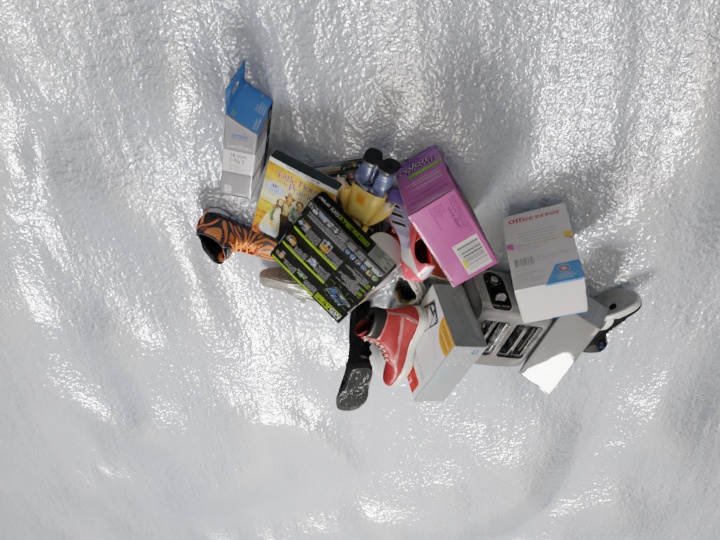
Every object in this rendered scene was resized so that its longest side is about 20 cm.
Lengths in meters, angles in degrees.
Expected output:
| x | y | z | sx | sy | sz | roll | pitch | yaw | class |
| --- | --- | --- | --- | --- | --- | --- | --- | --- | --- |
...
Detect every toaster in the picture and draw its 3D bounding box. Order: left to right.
| x | y | z | sx | sy | sz | roll | pitch | yaw | class |
| --- | --- | --- | --- | --- | --- | --- | --- | --- | --- |
| 0.282 | 0.106 | 1.440 | 0.179 | 0.119 | 0.201 | 9 | 130 | -20 | toaster |

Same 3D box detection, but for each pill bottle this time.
| x | y | z | sx | sy | sz | roll | pitch | yaw | class |
| --- | --- | --- | --- | --- | --- | --- | --- | --- | --- |
| 0.000 | 0.000 | 1.382 | 0.110 | 0.112 | 0.200 | 31 | 145 | -16 | pill bottle |

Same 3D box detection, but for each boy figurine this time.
| x | y | z | sx | sy | sz | roll | pitch | yaw | class |
| --- | --- | --- | --- | --- | --- | --- | --- | --- | --- |
| 0.002 | -0.134 | 1.275 | 0.124 | 0.065 | 0.201 | 32 | 130 | 4 | boy figurine |

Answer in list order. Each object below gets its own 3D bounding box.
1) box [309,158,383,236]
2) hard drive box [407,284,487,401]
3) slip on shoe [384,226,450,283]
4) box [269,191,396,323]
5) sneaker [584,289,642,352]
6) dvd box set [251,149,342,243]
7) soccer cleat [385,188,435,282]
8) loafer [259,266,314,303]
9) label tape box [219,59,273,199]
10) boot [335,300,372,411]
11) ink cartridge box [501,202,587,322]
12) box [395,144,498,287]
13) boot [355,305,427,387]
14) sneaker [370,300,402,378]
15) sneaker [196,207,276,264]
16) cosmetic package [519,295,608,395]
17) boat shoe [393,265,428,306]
| x | y | z | sx | sy | sz | roll | pitch | yaw | class |
| --- | --- | --- | --- | --- | --- | --- | --- | --- | --- |
| -0.064 | -0.135 | 1.361 | 0.198 | 0.049 | 0.160 | -5 | 126 | 11 | box |
| 0.162 | 0.152 | 1.396 | 0.076 | 0.157 | 0.201 | 3 | 137 | -23 | hard drive box |
| 0.139 | -0.035 | 1.403 | 0.199 | 0.074 | 0.061 | 30 | 122 | -11 | slip on shoe |
| -0.057 | -0.021 | 1.293 | 0.200 | 0.048 | 0.193 | 44 | 137 | 0 | box |
| 0.535 | 0.117 | 1.477 | 0.199 | 0.073 | 0.112 | -27 | 124 | 34 | sneaker |
| -0.128 | -0.122 | 1.314 | 0.145 | 0.029 | 0.201 | 28 | 135 | 2 | dvd box set |
| 0.099 | -0.075 | 1.304 | 0.066 | 0.202 | 0.076 | 4 | 154 | -32 | soccer cleat |
| -0.127 | 0.041 | 1.492 | 0.198 | 0.070 | 0.070 | 12 | 120 | -3 | loafer |
| -0.204 | -0.254 | 1.223 | 0.063 | 0.145 | 0.201 | 11 | 129 | -2 | label tape box |
| -0.013 | 0.188 | 1.512 | 0.065 | 0.201 | 0.166 | 12 | 131 | -15 | boot |
| 0.356 | -0.024 | 1.315 | 0.127 | 0.202 | 0.126 | -12 | 143 | 15 | ink cartridge box |
| 0.155 | -0.104 | 1.254 | 0.096 | 0.201 | 0.176 | -30 | 120 | 12 | box |
| 0.043 | 0.158 | 1.396 | 0.143 | 0.073 | 0.202 | 0 | 122 | -25 | boot |
| 0.055 | 0.144 | 1.547 | 0.073 | 0.115 | 0.202 | 6 | 100 | -40 | sneaker |
| -0.252 | -0.047 | 1.411 | 0.198 | 0.113 | 0.078 | 21 | 128 | -10 | sneaker |
| 0.426 | 0.149 | 1.422 | 0.090 | 0.107 | 0.201 | 37 | 126 | 11 | cosmetic package |
| 0.097 | 0.045 | 1.409 | 0.070 | 0.070 | 0.201 | 18 | 150 | 23 | boat shoe |
